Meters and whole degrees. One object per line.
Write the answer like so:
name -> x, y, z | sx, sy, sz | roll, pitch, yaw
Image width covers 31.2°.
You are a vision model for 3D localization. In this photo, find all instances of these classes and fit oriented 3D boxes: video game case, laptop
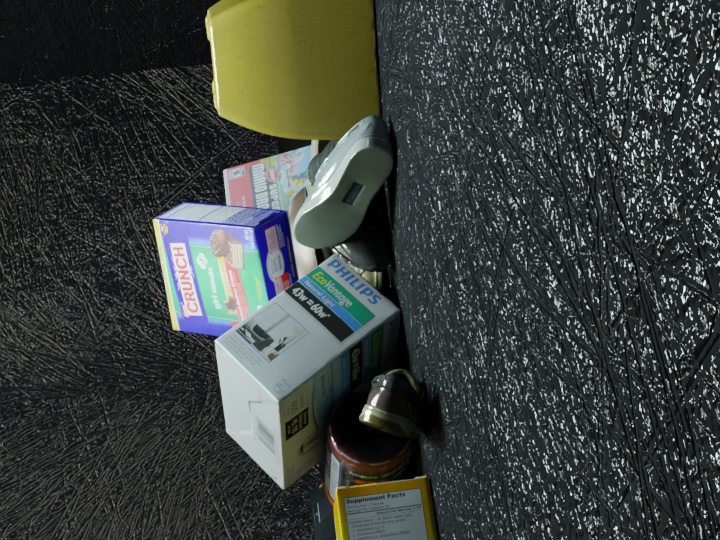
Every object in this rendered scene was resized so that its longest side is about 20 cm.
video game case -> -0.104, -0.113, 1.915 | 0.017, 0.197, 0.145 | 61, -163, -59
laptop -> -0.026, 0.264, 1.803 | 0.103, 0.200, 0.178 | 44, -170, -18

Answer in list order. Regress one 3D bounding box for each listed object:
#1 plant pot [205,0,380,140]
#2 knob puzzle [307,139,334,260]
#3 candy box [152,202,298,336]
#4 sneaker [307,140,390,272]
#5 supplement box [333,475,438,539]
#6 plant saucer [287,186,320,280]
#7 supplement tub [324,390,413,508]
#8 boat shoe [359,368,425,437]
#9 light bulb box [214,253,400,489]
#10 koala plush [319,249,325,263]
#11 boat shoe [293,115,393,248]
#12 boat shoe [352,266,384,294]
plant pot -> -0.088, -0.265, 1.591 | 0.194, 0.197, 0.199 | -113, 17, -70
knob puzzle -> -0.049, -0.124, 1.758 | 0.219, 0.030, 0.223 | 2, -90, -76
candy box -> -0.183, 0.002, 1.781 | 0.198, 0.077, 0.172 | 6, 114, 39
sneaker -> -0.007, -0.089, 1.595 | 0.091, 0.075, 0.202 | -53, 50, 41
supplement box -> 0.034, 0.346, 1.442 | 0.110, 0.107, 0.203 | 99, 165, -68
plant saucer -> -0.070, -0.011, 1.747 | 0.200, 0.032, 0.203 | 169, 90, -89
supplement tub -> 0.008, 0.241, 1.590 | 0.201, 0.105, 0.108 | 94, 169, -53
boat shoe -> 0.042, 0.141, 1.405 | 0.201, 0.071, 0.067 | 29, -97, -82
light bulb box -> -0.062, 0.125, 1.593 | 0.125, 0.199, 0.200 | 40, 151, 27
koala plush -> -0.070, 0.015, 1.943 | 0.178, 0.181, 0.202 | 91, 158, -61
boat shoe -> -0.018, -0.103, 1.517 | 0.201, 0.069, 0.072 | -50, 27, 44
boat shoe -> -0.006, -0.032, 1.676 | 0.073, 0.062, 0.203 | 99, 164, -68
